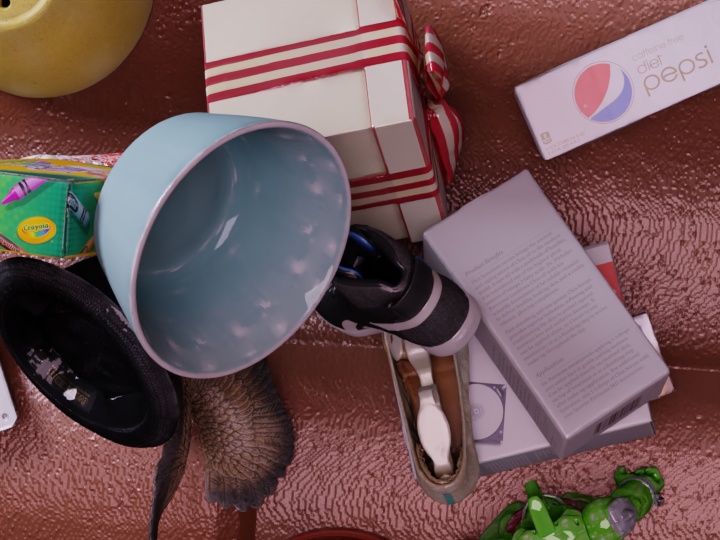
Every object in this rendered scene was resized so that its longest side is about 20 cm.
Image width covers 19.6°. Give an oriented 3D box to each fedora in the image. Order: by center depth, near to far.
[{"bbox_3d":[-0.193,0.044,1.620,0.201,0.201,0.092,47,58,0],"label":"fedora"}]

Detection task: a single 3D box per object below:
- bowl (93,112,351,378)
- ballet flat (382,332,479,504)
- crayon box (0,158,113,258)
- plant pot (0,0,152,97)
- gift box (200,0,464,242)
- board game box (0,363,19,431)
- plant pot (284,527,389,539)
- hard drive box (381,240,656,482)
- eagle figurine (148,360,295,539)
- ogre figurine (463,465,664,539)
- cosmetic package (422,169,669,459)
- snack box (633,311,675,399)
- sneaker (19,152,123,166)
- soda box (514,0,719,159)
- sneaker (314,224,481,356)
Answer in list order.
[{"bbox_3d":[-0.114,-0.033,1.512,0.105,0.200,0.202,32,97,39],"label":"bowl"},{"bbox_3d":[0.057,0.085,1.655,0.067,0.062,0.201,-16,74,8],"label":"ballet flat"},{"bbox_3d":[-0.231,-0.049,1.577,0.118,0.200,0.059,7,96,17],"label":"crayon box"},{"bbox_3d":[-0.279,-0.243,1.716,0.199,0.142,0.201,0,94,4],"label":"plant pot"},{"bbox_3d":[-0.019,-0.139,1.666,0.186,0.185,0.201,-10,62,7],"label":"gift box"},{"bbox_3d":[-0.415,0.066,1.804,0.199,0.026,0.201,-18,92,6],"label":"board game box"},{"bbox_3d":[-0.026,0.329,1.708,0.199,0.195,0.202,0,94,4],"label":"plant pot"},{"bbox_3d":[0.128,0.079,1.715,0.199,0.077,0.157,-15,75,7],"label":"hard drive box"},{"bbox_3d":[-0.144,0.114,1.741,0.151,0.151,0.201,-24,81,-4],"label":"eagle figurine"},{"bbox_3d":[0.155,0.219,1.725,0.199,0.120,0.099,-3,92,6],"label":"ogre figurine"},{"bbox_3d":[0.143,0.034,1.638,0.101,0.071,0.200,-31,74,-8],"label":"cosmetic package"},{"bbox_3d":[0.160,0.103,1.763,0.199,0.024,0.072,-21,88,6],"label":"snack box"},{"bbox_3d":[-0.207,-0.066,1.739,0.200,0.108,0.068,-2,94,4],"label":"sneaker"},{"bbox_3d":[0.229,-0.160,1.723,0.199,0.064,0.068,-24,91,5],"label":"soda box"},{"bbox_3d":[0.000,0.000,1.625,0.112,0.200,0.073,40,75,-33],"label":"sneaker"}]
